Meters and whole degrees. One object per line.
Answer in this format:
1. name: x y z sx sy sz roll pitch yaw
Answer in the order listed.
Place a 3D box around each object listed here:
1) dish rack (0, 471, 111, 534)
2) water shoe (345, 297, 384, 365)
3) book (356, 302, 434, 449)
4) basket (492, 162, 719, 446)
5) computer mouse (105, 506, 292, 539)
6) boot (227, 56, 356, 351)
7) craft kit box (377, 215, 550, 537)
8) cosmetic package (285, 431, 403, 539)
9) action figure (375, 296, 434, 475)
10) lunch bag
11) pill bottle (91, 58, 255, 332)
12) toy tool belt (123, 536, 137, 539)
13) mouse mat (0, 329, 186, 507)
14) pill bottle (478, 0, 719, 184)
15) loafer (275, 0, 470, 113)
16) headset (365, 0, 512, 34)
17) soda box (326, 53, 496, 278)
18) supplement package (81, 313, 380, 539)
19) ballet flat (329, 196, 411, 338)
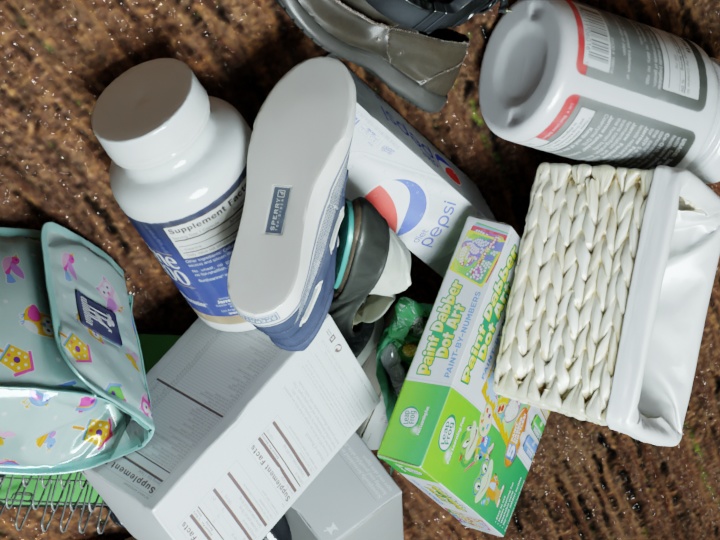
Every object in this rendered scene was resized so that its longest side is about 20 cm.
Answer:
1. dish rack: -0.253 0.155 1.465 0.198 0.055 0.154 -1 133 13
2. water shoe: -0.050 0.096 1.544 0.200 0.072 0.079 -46 160 13
3. book: 0.090 0.088 1.578 0.199 0.048 0.134 3 127 -36
4. basket: 0.192 0.022 1.415 0.135 0.122 0.202 23 79 -62
5. computer mouse: -0.130 0.187 1.518 0.053 0.199 0.139 -45 147 -38
6. boot: -0.043 -0.046 1.311 0.072 0.202 0.090 12 163 19
7. craft kit box: 0.100 0.088 1.451 0.197 0.048 0.202 42 66 -55
8. cosmetic package: -0.023 0.207 1.558 0.090 0.107 0.200 -33 158 -17
9. action figure: 0.053 0.088 1.480 0.118 0.055 0.201 -41 143 -18
10. lunch bag: -0.253 0.056 1.345 0.198 0.171 0.122 2 135 -23
11. pill bottle: -0.116 -0.056 1.346 0.110 0.111 0.201 -28 133 3
12. toy tool belt: -0.224 0.310 1.603 0.198 0.123 0.126 -18 133 -6
13. mouse mat: -0.212 0.126 1.532 0.159 0.008 0.201 3 126 -24
14. pill bottle: 0.200 -0.134 1.405 0.199 0.114 0.114 13 122 -30
15. loafer: 0.004 -0.188 1.320 0.199 0.073 0.072 28 107 -43
16. headset: 0.047 -0.218 1.284 0.199 0.125 0.094 -1 156 -43
17. soda box: 0.023 -0.077 1.415 0.063 0.069 0.200 -40 132 14
18. supplement package: -0.101 0.121 1.402 0.200 0.113 0.110 -47 134 -18
19. ballet flat: 0.000 0.000 1.410 0.068 0.069 0.200 7 156 -12
